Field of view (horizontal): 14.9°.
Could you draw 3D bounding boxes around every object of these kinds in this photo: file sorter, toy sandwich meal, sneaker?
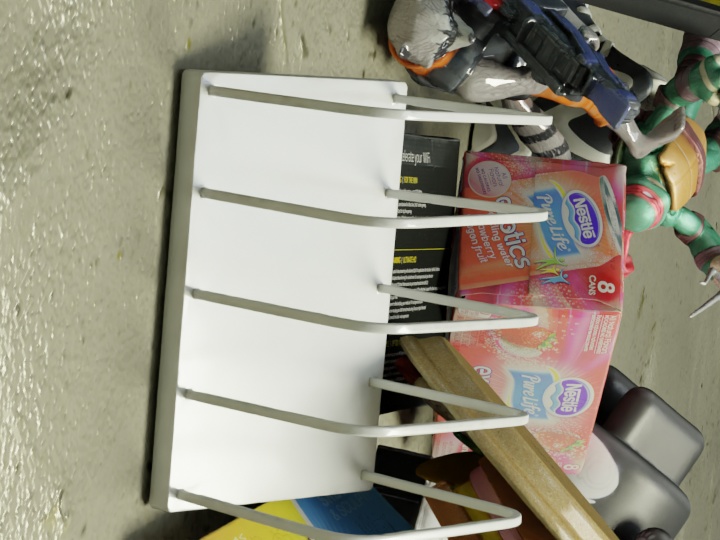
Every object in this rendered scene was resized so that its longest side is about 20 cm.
[{"bbox_3d":[0.002,0.015,1.254,0.139,0.124,0.201,-2,98,-48],"label":"file sorter"},{"bbox_3d":[0.071,0.122,1.384,0.070,0.205,0.205,-41,159,2],"label":"toy sandwich meal"},{"bbox_3d":[0.151,-0.135,1.749,0.080,0.129,0.200,66,35,-63],"label":"sneaker"}]

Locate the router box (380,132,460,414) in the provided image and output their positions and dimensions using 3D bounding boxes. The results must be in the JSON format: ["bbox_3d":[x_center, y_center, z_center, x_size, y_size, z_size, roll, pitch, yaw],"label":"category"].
[{"bbox_3d":[0.000,0.000,1.439,0.200,0.051,0.150,-1,96,-73],"label":"router box"}]

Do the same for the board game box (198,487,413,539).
[{"bbox_3d":[-0.006,0.176,1.311,0.040,0.153,0.200,-48,170,22],"label":"board game box"}]

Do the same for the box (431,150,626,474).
[{"bbox_3d":[0.095,0.028,1.593,0.200,0.094,0.103,95,0,-58],"label":"box"}]

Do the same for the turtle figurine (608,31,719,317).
[{"bbox_3d":[0.196,-0.068,1.636,0.200,0.100,0.150,-57,149,-50],"label":"turtle figurine"}]

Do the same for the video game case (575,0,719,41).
[{"bbox_3d":[0.168,-0.226,1.655,0.026,0.199,0.181,100,8,-52],"label":"video game case"}]

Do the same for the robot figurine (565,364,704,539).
[{"bbox_3d":[0.127,0.161,1.720,0.200,0.125,0.150,-54,175,-3],"label":"robot figurine"}]

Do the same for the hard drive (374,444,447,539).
[{"bbox_3d":[0.014,0.209,1.516,0.140,0.038,0.201,57,46,-69],"label":"hard drive"}]

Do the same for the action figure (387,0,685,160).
[{"bbox_3d":[0.092,-0.106,1.534,0.193,0.200,0.105,21,114,-42],"label":"action figure"}]
